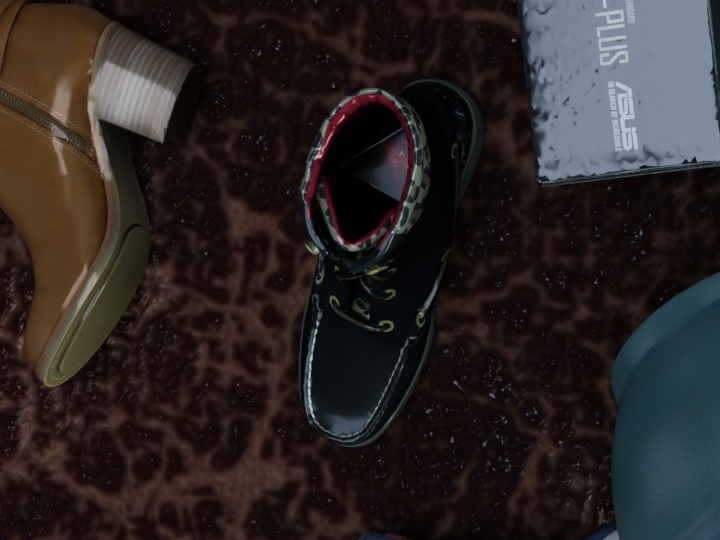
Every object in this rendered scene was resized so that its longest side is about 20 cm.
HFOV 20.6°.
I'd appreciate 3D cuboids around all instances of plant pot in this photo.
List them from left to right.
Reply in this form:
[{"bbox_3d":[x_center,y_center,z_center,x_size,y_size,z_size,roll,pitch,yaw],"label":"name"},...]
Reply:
[{"bbox_3d":[0.201,0.079,0.949,0.200,0.200,0.135,-35,58,14],"label":"plant pot"}]

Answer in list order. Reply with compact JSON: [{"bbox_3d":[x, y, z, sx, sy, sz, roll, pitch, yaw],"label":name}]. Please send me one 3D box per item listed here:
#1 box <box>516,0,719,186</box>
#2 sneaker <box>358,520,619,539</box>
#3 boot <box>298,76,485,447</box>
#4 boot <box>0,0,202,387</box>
[{"bbox_3d":[0.132,-0.127,0.933,0.086,0.200,0.165,-6,92,16],"label":"box"},{"bbox_3d":[0.046,0.164,1.043,0.199,0.075,0.085,-27,71,7],"label":"sneaker"},{"bbox_3d":[-0.001,-0.001,0.998,0.073,0.154,0.205,19,98,12],"label":"boot"},{"bbox_3d":[-0.187,-0.051,1.086,0.154,0.074,0.201,20,86,11],"label":"boot"}]
